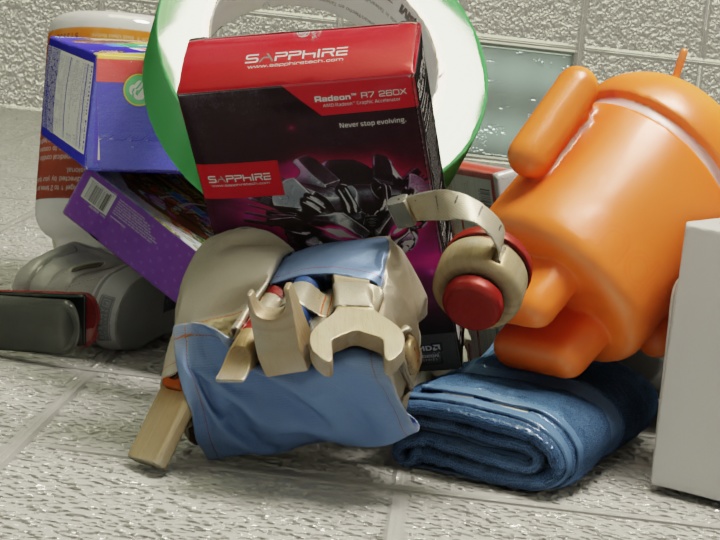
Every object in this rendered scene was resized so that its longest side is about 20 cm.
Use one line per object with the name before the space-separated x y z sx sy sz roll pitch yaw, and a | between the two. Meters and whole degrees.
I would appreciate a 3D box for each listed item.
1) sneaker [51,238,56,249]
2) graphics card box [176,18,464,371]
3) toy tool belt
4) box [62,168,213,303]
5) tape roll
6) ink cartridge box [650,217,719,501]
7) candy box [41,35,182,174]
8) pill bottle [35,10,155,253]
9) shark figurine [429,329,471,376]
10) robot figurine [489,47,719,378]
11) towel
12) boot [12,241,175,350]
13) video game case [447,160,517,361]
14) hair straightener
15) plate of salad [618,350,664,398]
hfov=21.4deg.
sneaker | -0.175 -0.024 1.486 0.104 0.076 0.199 6 -1 -34
graphics card box | -0.016 -0.032 1.013 0.124 0.201 0.051 -3 40 9
toy tool belt | -0.016 0.046 0.950 0.198 0.126 0.123 -11 34 26
box | -0.077 0.002 1.219 0.199 0.039 0.137 38 18 16
tape roll | -0.026 -0.115 1.119 0.198 0.202 0.048 4 -31 -16
ink cartridge box | 0.279 0.056 1.019 0.198 0.148 0.146 12 10 32
candy box | -0.111 -0.108 1.243 0.167 0.078 0.200 2 10 -18
pill bottle | -0.180 -0.081 1.393 0.111 0.202 0.112 4 -3 0
shark figurine | -0.011 -0.020 1.209 0.089 0.129 0.215 -29 51 -4
robot figurine | 0.143 -0.029 1.075 0.143 0.200 0.117 38 -23 6
towel | 0.096 0.078 1.078 0.111 0.049 0.200 10 9 21
boot | -0.152 0.003 1.312 0.095 0.074 0.200 18 13 25
video game case | 0.055 -0.004 1.261 0.017 0.145 0.200 -14 14 -24
hair straightener | -0.267 0.026 1.186 0.198 0.041 0.077 8 8 10
plate of salad | 0.149 0.006 1.233 0.199 0.048 0.201 36 -21 16
